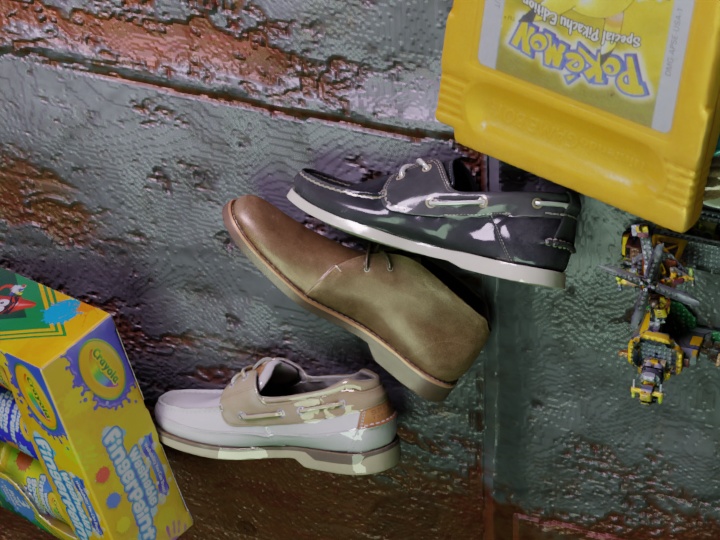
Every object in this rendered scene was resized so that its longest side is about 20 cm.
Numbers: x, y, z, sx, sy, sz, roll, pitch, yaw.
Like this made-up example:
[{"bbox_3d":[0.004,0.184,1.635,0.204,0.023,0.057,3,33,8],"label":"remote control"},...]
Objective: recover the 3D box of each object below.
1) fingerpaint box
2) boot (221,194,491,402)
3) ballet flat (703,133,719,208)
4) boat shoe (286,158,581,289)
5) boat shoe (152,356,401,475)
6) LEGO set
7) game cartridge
[{"bbox_3d":[-0.227,0.108,1.667,0.166,0.073,0.201,20,139,42],"label":"fingerpaint box"},{"bbox_3d":[0.000,0.000,1.517,0.199,0.074,0.076,35,116,-10],"label":"boot"},{"bbox_3d":[0.244,-0.067,1.335,0.199,0.068,0.072,-10,142,33],"label":"ballet flat"},{"bbox_3d":[0.047,-0.041,1.462,0.199,0.072,0.068,15,96,24],"label":"boat shoe"},{"bbox_3d":[-0.062,0.096,1.622,0.199,0.075,0.069,3,109,27],"label":"boat shoe"},{"bbox_3d":[0.239,0.047,1.387,0.199,0.116,0.154,18,133,12],"label":"LEGO set"},{"bbox_3d":[0.132,-0.139,1.304,0.175,0.032,0.201,23,124,24],"label":"game cartridge"}]
